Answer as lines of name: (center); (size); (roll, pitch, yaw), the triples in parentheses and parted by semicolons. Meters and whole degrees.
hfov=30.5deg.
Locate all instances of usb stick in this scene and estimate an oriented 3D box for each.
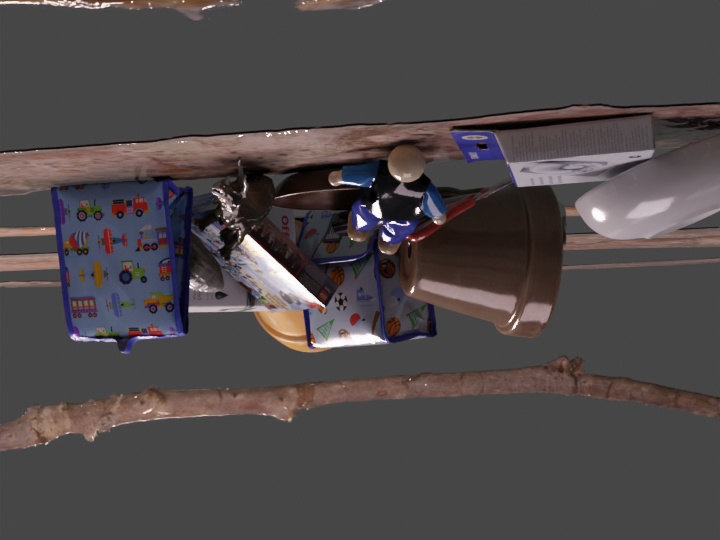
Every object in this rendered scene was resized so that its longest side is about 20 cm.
usb stick: (0.029, -0.068, 1.608); (0.055, 0.033, 0.200); (-10, 180, -29)

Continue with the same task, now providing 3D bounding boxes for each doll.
doll: (0.029, -0.081, 1.443); (0.135, 0.049, 0.200); (22, 157, -3)

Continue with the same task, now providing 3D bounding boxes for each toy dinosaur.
toy dinosaur: (-0.131, -0.074, 1.516); (0.102, 0.077, 0.200); (-37, -178, 14)

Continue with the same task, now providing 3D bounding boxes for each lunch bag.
lunch bag: (-0.283, -0.002, 1.587); (0.149, 0.202, 0.094); (-3, 176, 12)
lunch bag: (0.000, 0.000, 1.785); (0.123, 0.202, 0.169); (-5, 179, -44)

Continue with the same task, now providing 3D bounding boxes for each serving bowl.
serving bowl: (0.327, -0.079, 1.379); (0.199, 0.066, 0.200); (-21, 173, -3)

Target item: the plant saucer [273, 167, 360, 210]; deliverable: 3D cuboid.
plant saucer: (-0.013, -0.098, 1.589); (0.198, 0.032, 0.200); (-3, 177, 0)

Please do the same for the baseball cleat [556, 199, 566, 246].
baseball cleat: (0.200, -0.048, 1.903); (0.199, 0.107, 0.070); (-10, 159, 30)

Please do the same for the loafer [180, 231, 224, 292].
loafer: (-0.242, -0.027, 1.688); (0.200, 0.070, 0.070); (41, 179, 44)

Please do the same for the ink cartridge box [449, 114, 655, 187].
ink cartridge box: (0.199, -0.118, 1.363); (0.198, 0.041, 0.200); (-3, 176, 10)

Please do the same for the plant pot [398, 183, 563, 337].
plant pot: (0.142, -0.018, 1.660); (0.173, 0.202, 0.200); (2, 175, -11)

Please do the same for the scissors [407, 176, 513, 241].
scissors: (0.135, -0.088, 1.543); (0.199, 0.014, 0.073); (-31, -171, 8)

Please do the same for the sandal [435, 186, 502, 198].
sandal: (0.138, -0.081, 1.761); (0.199, 0.055, 0.080); (1, 175, -36)

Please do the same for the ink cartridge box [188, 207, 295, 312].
ink cartridge box: (-0.187, -0.017, 1.824); (0.199, 0.148, 0.084); (0, 174, -37)

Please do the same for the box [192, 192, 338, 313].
box: (-0.139, -0.023, 1.722); (0.200, 0.040, 0.136); (44, 153, -25)

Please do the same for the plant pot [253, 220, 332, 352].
plant pot: (-0.101, 0.005, 2.038); (0.198, 0.202, 0.183); (-4, 160, 22)
